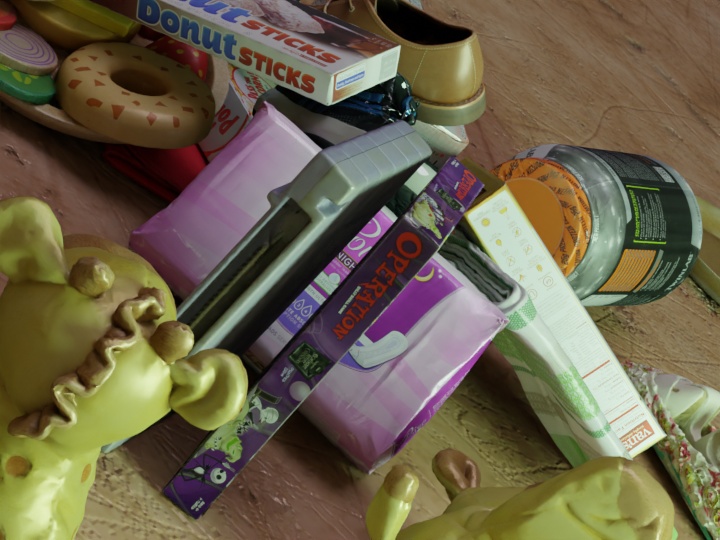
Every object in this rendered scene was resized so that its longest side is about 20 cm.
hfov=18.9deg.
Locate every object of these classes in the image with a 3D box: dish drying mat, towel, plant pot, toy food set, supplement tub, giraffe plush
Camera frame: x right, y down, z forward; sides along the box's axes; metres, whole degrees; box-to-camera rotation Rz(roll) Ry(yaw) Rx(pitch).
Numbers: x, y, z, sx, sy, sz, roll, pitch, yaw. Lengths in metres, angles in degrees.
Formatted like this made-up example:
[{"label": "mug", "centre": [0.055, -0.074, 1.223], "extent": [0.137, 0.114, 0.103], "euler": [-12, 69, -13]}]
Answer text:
[{"label": "dish drying mat", "centre": [-0.132, -0.104, 1.436], "extent": [0.077, 0.018, 0.200], "euler": [34, 22, -19]}, {"label": "towel", "centre": [0.118, 0.075, 1.352], "extent": [0.200, 0.031, 0.149], "euler": [57, -3, -21]}, {"label": "plant pot", "centre": [0.350, 0.002, 2.001], "extent": [0.200, 0.027, 0.200], "euler": [33, 23, -16]}, {"label": "toy food set", "centre": [-0.174, -0.152, 1.362], "extent": [0.198, 0.049, 0.200], "euler": [25, 37, -5]}, {"label": "supplement tub", "centre": [0.170, -0.033, 1.649], "extent": [0.123, 0.123, 0.200], "euler": [50, 23, 23]}, {"label": "giraffe plush", "centre": [-0.142, 0.048, 0.931], "extent": [0.172, 0.162, 0.200], "euler": [25, 26, -34]}, {"label": "giraffe plush", "centre": [0.086, 0.164, 1.122], "extent": [0.200, 0.173, 0.162], "euler": [5, 7, 10]}]

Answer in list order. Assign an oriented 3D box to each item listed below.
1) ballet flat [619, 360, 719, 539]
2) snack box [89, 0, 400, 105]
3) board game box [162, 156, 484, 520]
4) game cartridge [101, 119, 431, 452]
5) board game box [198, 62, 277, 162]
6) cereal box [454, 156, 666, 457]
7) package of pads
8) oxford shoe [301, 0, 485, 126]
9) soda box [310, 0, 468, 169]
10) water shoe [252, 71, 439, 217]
[{"label": "ballet flat", "centre": [0.246, 0.123, 1.549], "extent": [0.076, 0.064, 0.200], "euler": [17, 30, -42]}, {"label": "snack box", "centre": [-0.077, -0.153, 1.319], "extent": [0.200, 0.024, 0.072], "euler": [26, 33, 27]}, {"label": "board game box", "centre": [-0.018, 0.034, 1.111], "extent": [0.032, 0.200, 0.120], "euler": [39, 22, -5]}, {"label": "game cartridge", "centre": [-0.054, 0.005, 1.107], "extent": [0.038, 0.200, 0.130], "euler": [45, 22, 2]}, {"label": "board game box", "centre": [-0.041, -0.093, 1.496], "extent": [0.200, 0.046, 0.152], "euler": [17, 35, -51]}, {"label": "cereal box", "centre": [0.121, 0.024, 1.428], "extent": [0.200, 0.040, 0.144], "euler": [56, -1, -13]}, {"label": "package of pads", "centre": [-0.024, 0.009, 1.247], "extent": [0.200, 0.121, 0.076], "euler": [42, -11, 8]}, {"label": "oxford shoe", "centre": [-0.008, -0.159, 1.416], "extent": [0.200, 0.071, 0.071], "euler": [16, 41, 19]}, {"label": "soda box", "centre": [0.014, -0.137, 1.517], "extent": [0.064, 0.068, 0.200], "euler": [31, 26, -29]}, {"label": "water shoe", "centre": [0.004, -0.091, 1.307], "extent": [0.072, 0.079, 0.200], "euler": [52, -12, -34]}]
